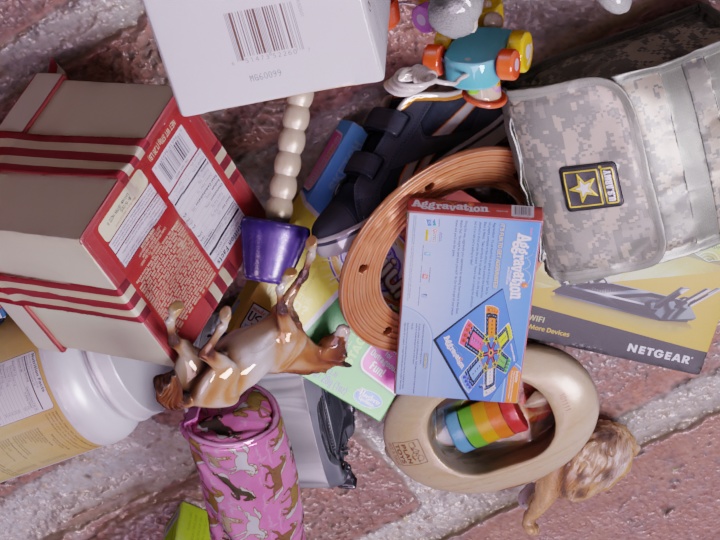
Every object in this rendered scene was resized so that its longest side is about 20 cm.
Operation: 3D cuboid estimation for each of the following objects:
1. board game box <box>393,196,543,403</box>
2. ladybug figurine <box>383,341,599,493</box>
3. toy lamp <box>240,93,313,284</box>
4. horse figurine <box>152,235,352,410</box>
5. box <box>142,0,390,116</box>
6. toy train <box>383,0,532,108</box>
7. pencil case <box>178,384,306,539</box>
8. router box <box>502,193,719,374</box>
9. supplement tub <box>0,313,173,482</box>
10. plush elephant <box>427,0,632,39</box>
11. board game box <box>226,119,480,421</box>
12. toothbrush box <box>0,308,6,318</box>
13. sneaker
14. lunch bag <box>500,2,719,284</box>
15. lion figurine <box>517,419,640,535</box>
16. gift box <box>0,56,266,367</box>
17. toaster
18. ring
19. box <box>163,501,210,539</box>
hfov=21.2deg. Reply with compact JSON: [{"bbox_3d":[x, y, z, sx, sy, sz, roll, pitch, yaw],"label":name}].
[{"bbox_3d":[0.082,0.026,1.500,0.103,0.019,0.200,5,133,2],"label":"board game box"},{"bbox_3d":[0.112,0.121,1.668,0.199,0.072,0.136,-18,111,19],"label":"ladybug figurine"},{"bbox_3d":[-0.058,-0.089,1.513,0.058,0.058,0.201,8,89,-2],"label":"toy lamp"},{"bbox_3d":[-0.089,0.058,1.479,0.050,0.200,0.133,40,143,30],"label":"horse figurine"},{"bbox_3d":[-0.062,-0.217,1.394,0.152,0.200,0.107,-9,124,11],"label":"box"},{"bbox_3d":[0.044,-0.163,1.435,0.150,0.200,0.056,-16,123,-13],"label":"toy train"},{"bbox_3d":[-0.097,0.186,1.639,0.083,0.087,0.200,-29,136,-21],"label":"pencil case"},{"bbox_3d":[0.210,-0.010,1.607,0.199,0.052,0.158,12,117,-4],"label":"router box"},{"bbox_3d":[-0.278,0.097,1.680,0.199,0.145,0.145,-20,123,18],"label":"supplement tub"},{"bbox_3d":[0.147,-0.252,1.392,0.155,0.201,0.165,20,143,-38],"label":"plush elephant"},{"bbox_3d":[0.000,0.000,1.584,0.153,0.040,0.200,30,88,-17],"label":"board game box"},{"bbox_3d":[-0.389,-0.050,1.617,0.146,0.085,0.200,-9,124,11],"label":"toothbrush box"},{"bbox_3d":[0.028,-0.094,1.521,0.200,0.078,0.080,-39,109,-18],"label":"sneaker"},{"bbox_3d":[0.212,-0.093,1.467,0.199,0.118,0.164,-21,112,-10],"label":"lunch bag"},{"bbox_3d":[0.143,0.158,1.741,0.200,0.073,0.123,26,117,-9],"label":"lion figurine"},{"bbox_3d":[-0.212,-0.056,1.514,0.186,0.185,0.200,6,139,37],"label":"gift box"},{"bbox_3d":[-0.079,0.117,1.702,0.129,0.114,0.200,-3,130,11],"label":"toaster"},{"bbox_3d":[0.069,-0.018,1.517,0.200,0.019,0.201,-21,138,-20],"label":"ring"},{"bbox_3d":[-0.097,0.311,1.839,0.200,0.122,0.048,24,123,-13],"label":"box"}]
